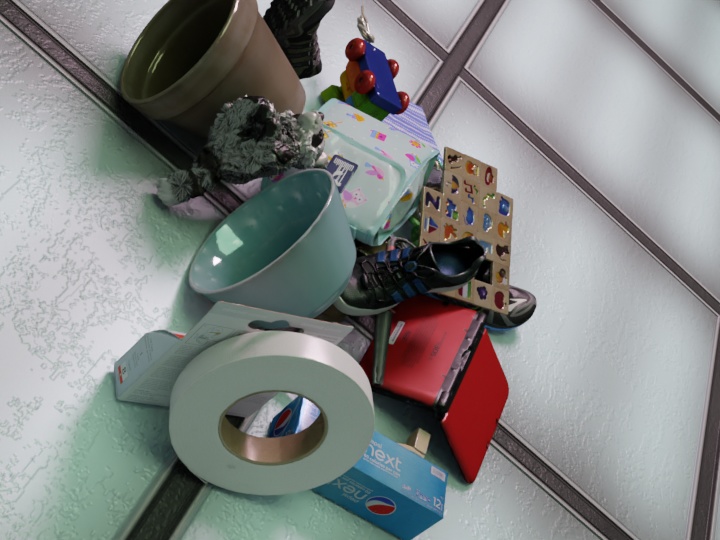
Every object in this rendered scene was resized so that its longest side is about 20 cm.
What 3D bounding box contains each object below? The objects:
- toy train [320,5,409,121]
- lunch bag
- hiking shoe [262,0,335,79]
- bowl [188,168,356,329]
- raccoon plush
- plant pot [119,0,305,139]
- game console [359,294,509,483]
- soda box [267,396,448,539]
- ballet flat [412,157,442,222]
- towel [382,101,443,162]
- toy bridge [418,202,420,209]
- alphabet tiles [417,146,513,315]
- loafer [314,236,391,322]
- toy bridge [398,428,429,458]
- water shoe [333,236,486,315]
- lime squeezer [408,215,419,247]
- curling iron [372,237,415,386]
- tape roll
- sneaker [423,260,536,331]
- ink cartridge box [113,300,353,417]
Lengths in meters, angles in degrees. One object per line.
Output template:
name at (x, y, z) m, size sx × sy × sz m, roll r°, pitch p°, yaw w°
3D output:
toy train at (-0.011, -0.276, 1.655) m, size 0.085 × 0.116 × 0.200 m, roll 25°, pitch 37°, yaw -38°
lunch bag at (-0.015, -0.117, 1.472) m, size 0.170 × 0.122 × 0.200 m, roll 29°, pitch 33°, yaw 10°
hiking shoe at (-0.084, -0.306, 1.534) m, size 0.101 × 0.200 × 0.076 m, roll 17°, pitch 52°, yaw -35°
bowl at (-0.084, -0.010, 1.305) m, size 0.105 × 0.201 × 0.201 m, roll 53°, pitch 33°, yaw -26°
raccoon plush at (-0.134, -0.138, 1.376) m, size 0.134 × 0.200 × 0.097 m, roll 14°, pitch 60°, yaw -68°
plant pot at (-0.167, -0.236, 1.427) m, size 0.174 × 0.200 × 0.200 m, roll 40°, pitch 35°, yaw -37°
game console at (0.095, 0.142, 1.459) m, size 0.172 × 0.119 × 0.200 m, roll 17°, pitch 36°, yaw 12°
soda box at (-0.004, 0.214, 1.259) m, size 0.200 × 0.068 × 0.064 m, roll 33°, pitch 39°, yaw -18°
ballet flat at (0.117, -0.063, 1.619) m, size 0.200 × 0.072 × 0.072 m, roll 61°, pitch 36°, yaw -13°
towel at (0.066, -0.209, 1.704) m, size 0.145 × 0.024 × 0.200 m, roll 25°, pitch 32°, yaw -35°
toy bridge at (0.080, -0.120, 1.667) m, size 0.200 × 0.027 × 0.067 m, roll 43°, pitch 38°, yaw -6°
alphabet tiles at (0.140, -0.056, 1.520) m, size 0.167 × 0.008 × 0.200 m, roll 18°, pitch 68°, yaw -37°
loafer at (0.000, 0.000, 1.452) m, size 0.076 × 0.067 × 0.200 m, roll 43°, pitch 38°, yaw -6°
toy bridge at (-0.011, 0.164, 1.317) m, size 0.200 × 0.027 × 0.067 m, roll 35°, pitch 39°, yaw -13°
water shoe at (0.055, -0.004, 1.365) m, size 0.200 × 0.079 × 0.072 m, roll -15°, pitch 71°, yaw -29°
lime squeezer at (0.071, -0.029, 1.543) m, size 0.038 × 0.071 × 0.200 m, roll 33°, pitch 40°, yaw -17°
curling iron at (0.038, 0.046, 1.396) m, size 0.050 × 0.026 × 0.200 m, roll 23°, pitch 59°, yaw -18°
tape roll at (-0.087, 0.143, 1.132) m, size 0.203 × 0.203 × 0.037 m, roll 26°, pitch 33°, yaw -25°
sneaker at (0.167, 0.024, 1.578) m, size 0.199 × 0.083 × 0.071 m, roll 22°, pitch 44°, yaw -29°
ink cartridge box at (-0.130, 0.077, 1.151) m, size 0.162 × 0.200 × 0.050 m, roll 13°, pitch 48°, yaw -36°
